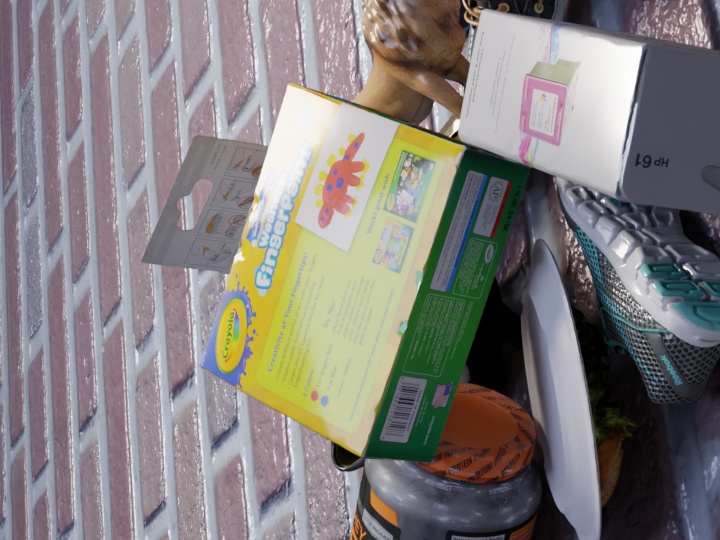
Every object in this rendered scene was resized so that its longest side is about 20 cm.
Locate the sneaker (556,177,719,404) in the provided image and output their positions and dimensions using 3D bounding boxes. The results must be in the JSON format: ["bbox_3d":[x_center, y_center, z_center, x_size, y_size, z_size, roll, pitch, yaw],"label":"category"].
[{"bbox_3d":[0.163,0.006,1.123,0.200,0.077,0.092,-112,27,-54],"label":"sneaker"}]

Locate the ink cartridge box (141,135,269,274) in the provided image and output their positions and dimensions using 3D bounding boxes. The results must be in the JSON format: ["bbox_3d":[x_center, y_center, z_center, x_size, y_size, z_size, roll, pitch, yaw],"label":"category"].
[{"bbox_3d":[-0.059,-0.057,1.485,0.163,0.199,0.057,120,155,-45],"label":"ink cartridge box"}]

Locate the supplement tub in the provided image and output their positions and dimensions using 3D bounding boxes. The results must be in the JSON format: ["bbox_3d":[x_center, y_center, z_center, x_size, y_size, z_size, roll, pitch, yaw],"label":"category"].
[{"bbox_3d":[0.053,0.184,1.261,0.123,0.122,0.201,-124,40,-56],"label":"supplement tub"}]

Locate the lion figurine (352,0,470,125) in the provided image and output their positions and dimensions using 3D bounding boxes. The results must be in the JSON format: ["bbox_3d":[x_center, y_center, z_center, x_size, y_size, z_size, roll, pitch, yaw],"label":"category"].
[{"bbox_3d":[0.029,-0.120,1.258,0.122,0.072,0.200,40,134,11],"label":"lion figurine"}]

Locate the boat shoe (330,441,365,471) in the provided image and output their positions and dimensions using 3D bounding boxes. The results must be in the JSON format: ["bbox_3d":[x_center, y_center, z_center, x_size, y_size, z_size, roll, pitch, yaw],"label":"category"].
[{"bbox_3d":[0.026,0.085,1.407,0.073,0.065,0.201,34,135,19],"label":"boat shoe"}]

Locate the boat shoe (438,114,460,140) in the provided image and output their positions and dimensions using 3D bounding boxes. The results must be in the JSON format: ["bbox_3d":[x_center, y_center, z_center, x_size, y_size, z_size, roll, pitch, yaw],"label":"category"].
[{"bbox_3d":[0.057,-0.033,1.373,0.200,0.072,0.068,118,149,-43],"label":"boat shoe"}]

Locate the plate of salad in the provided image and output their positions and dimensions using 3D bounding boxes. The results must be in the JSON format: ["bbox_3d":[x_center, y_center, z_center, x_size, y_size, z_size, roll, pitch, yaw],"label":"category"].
[{"bbox_3d":[0.137,0.078,1.168,0.200,0.048,0.201,170,90,-89],"label":"plate of salad"}]

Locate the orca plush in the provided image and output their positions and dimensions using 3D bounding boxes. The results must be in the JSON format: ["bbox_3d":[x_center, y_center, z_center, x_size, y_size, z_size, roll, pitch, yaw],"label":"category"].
[{"bbox_3d":[0.084,0.058,1.300,0.071,0.105,0.201,5,102,28],"label":"orca plush"}]

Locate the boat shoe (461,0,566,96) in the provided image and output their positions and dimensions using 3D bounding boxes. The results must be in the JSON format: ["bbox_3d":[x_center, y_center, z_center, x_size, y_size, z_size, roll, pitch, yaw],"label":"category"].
[{"bbox_3d":[0.092,-0.186,1.254,0.071,0.091,0.201,28,106,44],"label":"boat shoe"}]

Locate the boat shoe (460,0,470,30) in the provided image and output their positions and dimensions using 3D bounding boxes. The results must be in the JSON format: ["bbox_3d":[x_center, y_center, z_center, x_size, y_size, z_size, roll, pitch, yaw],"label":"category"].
[{"bbox_3d":[0.072,-0.236,1.379,0.200,0.068,0.085,139,131,-59],"label":"boat shoe"}]

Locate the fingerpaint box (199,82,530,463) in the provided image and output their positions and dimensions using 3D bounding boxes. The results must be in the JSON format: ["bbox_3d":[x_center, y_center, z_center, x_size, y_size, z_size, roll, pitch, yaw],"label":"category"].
[{"bbox_3d":[0.000,0.000,1.191,0.166,0.073,0.201,23,98,42],"label":"fingerpaint box"}]

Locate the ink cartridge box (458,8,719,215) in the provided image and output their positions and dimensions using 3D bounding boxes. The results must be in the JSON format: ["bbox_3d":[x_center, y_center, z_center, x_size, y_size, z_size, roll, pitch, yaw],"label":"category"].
[{"bbox_3d":[0.164,-0.088,1.041,0.200,0.144,0.085,-147,65,-64],"label":"ink cartridge box"}]
